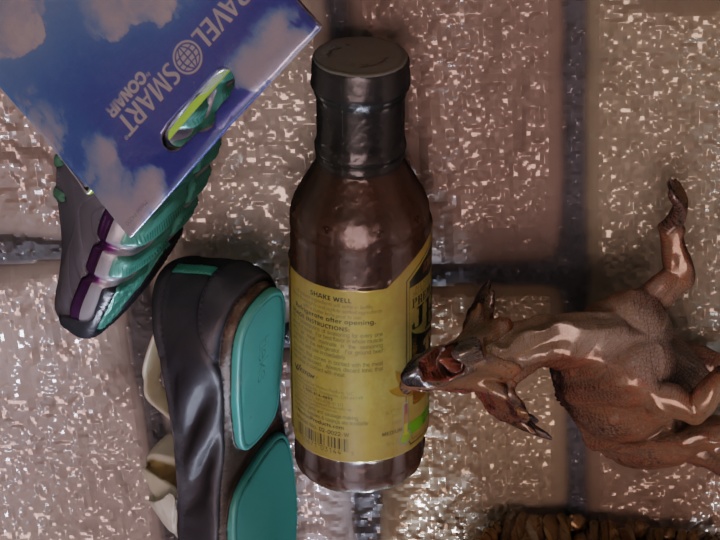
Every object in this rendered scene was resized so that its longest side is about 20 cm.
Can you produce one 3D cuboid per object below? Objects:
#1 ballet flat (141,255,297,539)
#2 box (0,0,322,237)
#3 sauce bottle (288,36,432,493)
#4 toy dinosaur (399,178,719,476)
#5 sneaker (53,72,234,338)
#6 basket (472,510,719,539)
[{"bbox_3d":[-0.067,0.075,0.884,0.072,0.073,0.201,2,127,3],"label":"ballet flat"},{"bbox_3d":[-0.108,-0.127,0.728,0.200,0.048,0.122,48,115,6],"label":"box"},{"bbox_3d":[0.000,0.000,0.829,0.064,0.065,0.202,2,122,3],"label":"sauce bottle"},{"bbox_3d":[0.113,0.052,0.845,0.135,0.086,0.200,-27,128,25],"label":"toy dinosaur"},{"bbox_3d":[-0.102,-0.071,0.804,0.087,0.074,0.201,29,113,8],"label":"sneaker"},{"bbox_3d":[0.097,0.227,0.876,0.141,0.201,0.150,5,121,0],"label":"basket"}]
